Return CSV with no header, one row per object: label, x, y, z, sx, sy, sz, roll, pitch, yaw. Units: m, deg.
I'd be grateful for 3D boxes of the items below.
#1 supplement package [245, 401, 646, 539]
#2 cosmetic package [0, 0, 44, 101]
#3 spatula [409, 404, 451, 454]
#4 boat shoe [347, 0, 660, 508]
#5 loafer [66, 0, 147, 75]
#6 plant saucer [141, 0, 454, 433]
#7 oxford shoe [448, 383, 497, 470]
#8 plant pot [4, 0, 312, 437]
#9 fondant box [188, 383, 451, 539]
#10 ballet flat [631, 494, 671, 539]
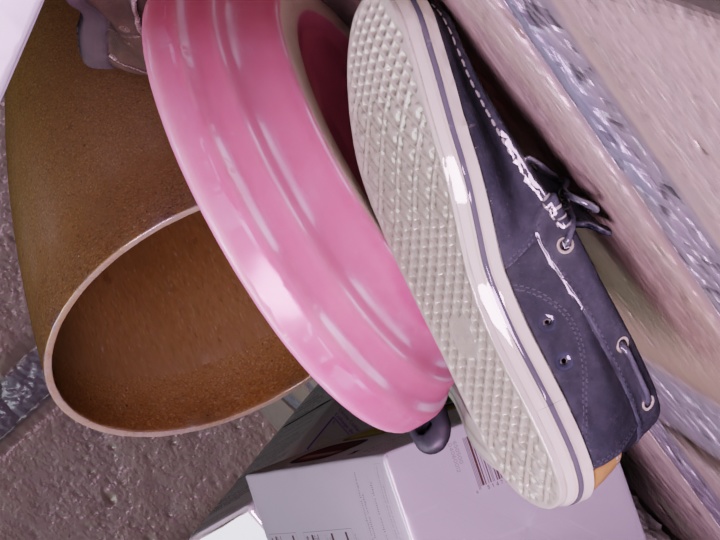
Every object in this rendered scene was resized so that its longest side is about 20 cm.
supplement package,0.039,0.126,1.329,0.200,0.113,0.110,-18,91,68
cosmetic package,-0.235,-0.160,1.251,0.167,0.167,0.200,21,-166,-22
spatula,0.000,0.000,1.231,0.021,0.056,0.200,21,-145,-49
boat shoe,0.052,-0.013,0.998,0.075,0.062,0.201,3,119,64
loafer,-0.091,-0.138,1.262,0.071,0.073,0.200,15,170,1
plant saucer,-0.010,-0.035,1.087,0.201,0.051,0.201,54,-163,-25
oxford shoe,0.058,0.027,1.225,0.200,0.075,0.058,-127,45,-60
plant pot,-0.104,-0.050,1.408,0.200,0.186,0.187,62,-179,34
fondant box,0.016,0.132,1.501,0.144,0.200,0.058,50,133,-8
ballet flat,0.144,0.163,1.384,0.200,0.072,0.072,48,173,29
